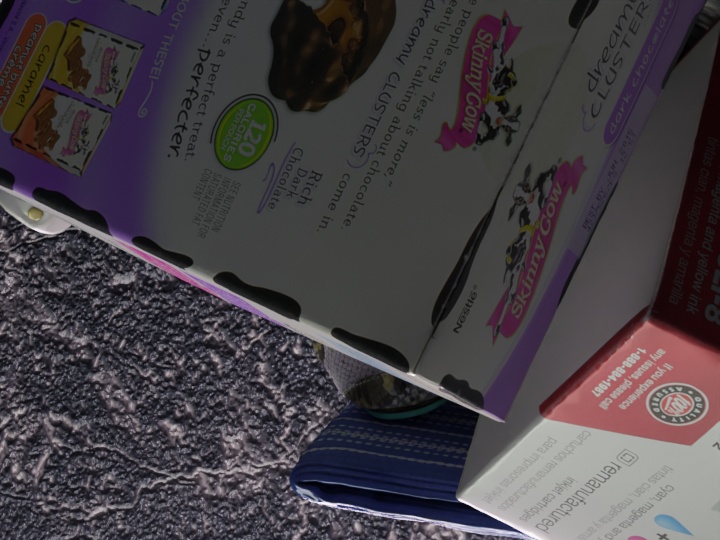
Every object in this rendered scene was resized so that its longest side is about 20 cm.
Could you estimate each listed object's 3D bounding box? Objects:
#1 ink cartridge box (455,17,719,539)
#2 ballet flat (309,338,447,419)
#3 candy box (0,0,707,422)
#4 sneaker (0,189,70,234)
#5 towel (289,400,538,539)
[{"bbox_3d":[0.165,0.039,0.886,0.200,0.145,0.145,27,142,-11],"label":"ink cartridge box"},{"bbox_3d":[0.000,0.000,1.089,0.072,0.072,0.200,28,-171,-19],"label":"ballet flat"},{"bbox_3d":[-0.011,-0.069,0.791,0.200,0.168,0.072,25,176,31],"label":"candy box"},{"bbox_3d":[-0.140,-0.097,1.190,0.074,0.116,0.200,34,-157,-22],"label":"sneaker"},{"bbox_3d":[0.062,0.073,1.032,0.145,0.024,0.200,9,-167,12],"label":"towel"}]
